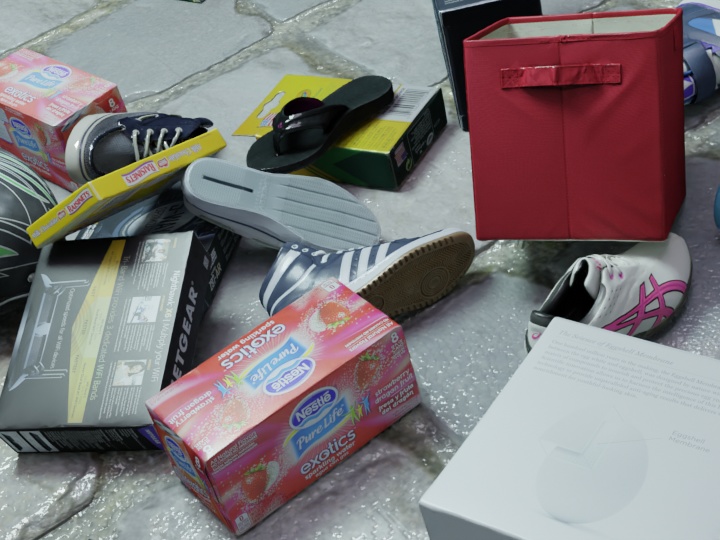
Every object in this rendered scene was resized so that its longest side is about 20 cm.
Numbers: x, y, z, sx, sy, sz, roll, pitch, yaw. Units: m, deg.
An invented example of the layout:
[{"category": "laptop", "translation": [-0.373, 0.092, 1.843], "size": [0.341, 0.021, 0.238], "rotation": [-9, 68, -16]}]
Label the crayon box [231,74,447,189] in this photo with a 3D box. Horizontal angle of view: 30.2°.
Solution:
[{"category": "crayon box", "translation": [-0.023, -0.154, 1.442], "size": [0.200, 0.051, 0.127], "rotation": [11, 45, 29]}]

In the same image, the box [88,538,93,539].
[{"category": "box", "translation": [-0.186, 0.305, 0.939], "size": [0.198, 0.050, 0.200], "rotation": [18, 48, 34]}]

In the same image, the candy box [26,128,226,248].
[{"category": "candy box", "translation": [-0.220, -0.081, 1.279], "size": [0.102, 0.026, 0.200], "rotation": [-28, 4, 35]}]

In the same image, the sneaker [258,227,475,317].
[{"category": "sneaker", "translation": [0.000, 0.000, 1.229], "size": [0.200, 0.070, 0.109], "rotation": [-30, 42, -13]}]

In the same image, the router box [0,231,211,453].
[{"category": "router box", "translation": [-0.230, 0.064, 1.202], "size": [0.157, 0.052, 0.200], "rotation": [-3, 57, 17]}]

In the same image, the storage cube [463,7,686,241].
[{"category": "storage cube", "translation": [0.199, -0.133, 1.195], "size": [0.171, 0.180, 0.200], "rotation": [0, 16, 19]}]

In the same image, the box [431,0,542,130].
[{"category": "box", "translation": [0.137, -0.276, 1.457], "size": [0.107, 0.149, 0.200], "rotation": [-12, 38, 5]}]

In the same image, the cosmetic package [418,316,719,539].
[{"category": "cosmetic package", "translation": [0.183, 0.158, 0.927], "size": [0.199, 0.123, 0.200], "rotation": [16, 49, 34]}]

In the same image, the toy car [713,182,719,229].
[{"category": "toy car", "translation": [0.411, -0.125, 1.132], "size": [0.184, 0.200, 0.177], "rotation": [16, 48, 34]}]

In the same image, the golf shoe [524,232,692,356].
[{"category": "golf shoe", "translation": [0.213, 0.020, 1.113], "size": [0.073, 0.092, 0.200], "rotation": [21, 49, 39]}]

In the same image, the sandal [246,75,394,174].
[{"category": "sandal", "translation": [-0.048, -0.160, 1.369], "size": [0.075, 0.048, 0.200], "rotation": [18, 45, 38]}]

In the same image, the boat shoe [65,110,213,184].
[{"category": "boat shoe", "translation": [-0.231, -0.137, 1.436], "size": [0.093, 0.075, 0.200], "rotation": [4, 19, 19]}]

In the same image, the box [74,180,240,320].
[{"category": "box", "translation": [-0.213, -0.016, 1.345], "size": [0.160, 0.044, 0.200], "rotation": [-1, 40, 19]}]

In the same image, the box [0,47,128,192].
[{"category": "box", "translation": [-0.357, -0.176, 1.546], "size": [0.200, 0.103, 0.095], "rotation": [24, 53, 41]}]

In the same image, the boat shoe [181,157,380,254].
[{"category": "boat shoe", "translation": [-0.078, -0.058, 1.309], "size": [0.200, 0.067, 0.074], "rotation": [22, 67, -3]}]

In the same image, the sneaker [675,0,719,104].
[{"category": "sneaker", "translation": [0.371, -0.201, 1.348], "size": [0.200, 0.081, 0.146], "rotation": [24, 61, 35]}]

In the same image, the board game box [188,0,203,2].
[{"category": "board game box", "translation": [-0.205, -0.443, 1.884], "size": [0.105, 0.023, 0.200], "rotation": [14, 48, 36]}]

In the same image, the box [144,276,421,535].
[{"category": "box", "translation": [-0.060, 0.108, 1.096], "size": [0.200, 0.096, 0.100], "rotation": [-34, 42, -21]}]

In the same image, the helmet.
[{"category": "helmet", "translation": [-0.400, -0.039, 1.325], "size": [0.191, 0.200, 0.200], "rotation": [-38, 33, 19]}]
